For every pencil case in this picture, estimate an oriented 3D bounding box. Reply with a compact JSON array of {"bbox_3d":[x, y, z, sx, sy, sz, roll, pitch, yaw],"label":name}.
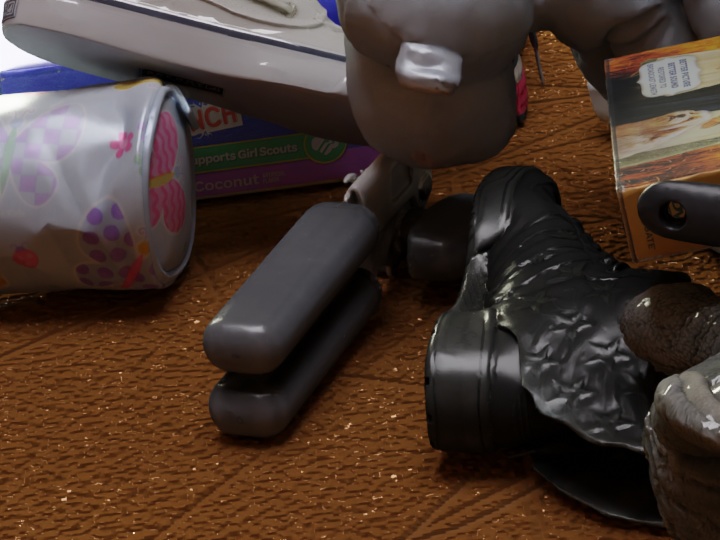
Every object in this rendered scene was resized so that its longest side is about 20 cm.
[{"bbox_3d":[-0.166,-0.034,1.210,0.199,0.083,0.091,0,58,12],"label":"pencil case"}]

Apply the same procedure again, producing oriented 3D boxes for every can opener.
[{"bbox_3d":[0.000,0.000,1.136,0.066,0.053,0.200,7,27,24],"label":"can opener"}]

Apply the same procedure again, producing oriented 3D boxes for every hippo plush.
[{"bbox_3d":[0.076,-0.100,1.131,0.160,0.200,0.159,-28,60,-21],"label":"hippo plush"}]

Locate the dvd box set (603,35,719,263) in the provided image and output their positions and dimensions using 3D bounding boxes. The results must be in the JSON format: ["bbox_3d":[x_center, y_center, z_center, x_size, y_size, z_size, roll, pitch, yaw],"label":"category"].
[{"bbox_3d":[0.183,-0.059,0.996,0.199,0.030,0.146,-11,20,8],"label":"dvd box set"}]

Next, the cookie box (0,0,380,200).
[{"bbox_3d":[-0.086,-0.100,1.355,0.170,0.076,0.200,-7,24,-6],"label":"cookie box"}]

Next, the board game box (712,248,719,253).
[{"bbox_3d":[0.237,-0.041,1.197,0.199,0.035,0.126,-16,25,-23],"label":"board game box"}]

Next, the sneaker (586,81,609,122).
[{"bbox_3d":[0.183,-0.129,1.259,0.080,0.116,0.199,-17,6,-42],"label":"sneaker"}]

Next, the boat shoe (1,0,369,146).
[{"bbox_3d":[-0.046,-0.102,1.223,0.199,0.066,0.072,13,-12,-2],"label":"boat shoe"}]

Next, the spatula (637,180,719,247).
[{"bbox_3d":[0.185,-0.010,0.916,0.199,0.057,0.021,6,24,7],"label":"spatula"}]

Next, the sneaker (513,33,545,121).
[{"bbox_3d":[0.044,-0.130,1.396,0.080,0.075,0.200,-7,23,-4],"label":"sneaker"}]

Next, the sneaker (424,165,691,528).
[{"bbox_3d":[0.084,0.022,1.064,0.104,0.060,0.200,-1,29,14],"label":"sneaker"}]

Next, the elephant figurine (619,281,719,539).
[{"bbox_3d":[0.140,0.066,0.883,0.199,0.142,0.155,3,-9,28],"label":"elephant figurine"}]
